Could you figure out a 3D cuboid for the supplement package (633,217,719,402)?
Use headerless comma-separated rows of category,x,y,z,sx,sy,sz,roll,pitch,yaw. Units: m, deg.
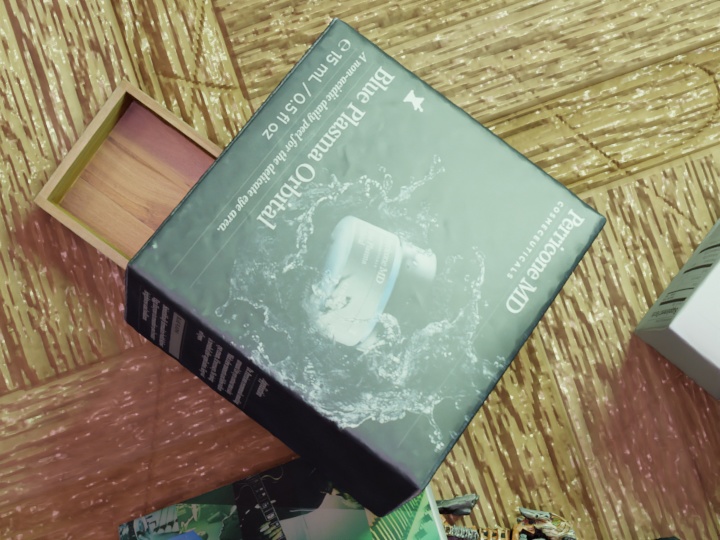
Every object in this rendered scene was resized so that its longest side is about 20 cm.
supplement package,0.279,-0.006,0.800,0.114,0.110,0.200,38,87,4

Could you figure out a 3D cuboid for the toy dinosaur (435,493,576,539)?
toy dinosaur,0.043,0.214,0.811,0.199,0.102,0.137,-23,63,14

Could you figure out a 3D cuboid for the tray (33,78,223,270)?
tray,-0.100,-0.024,0.845,0.199,0.037,0.099,36,87,4

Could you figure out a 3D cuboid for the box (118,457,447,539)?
box,-0.043,0.186,0.785,0.199,0.036,0.145,-20,49,2

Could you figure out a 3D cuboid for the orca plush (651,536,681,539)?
orca plush,0.142,0.254,0.786,0.071,0.105,0.201,8,117,-34

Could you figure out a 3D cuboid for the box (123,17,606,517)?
box,0.000,0.000,0.760,0.199,0.117,0.197,37,70,2
